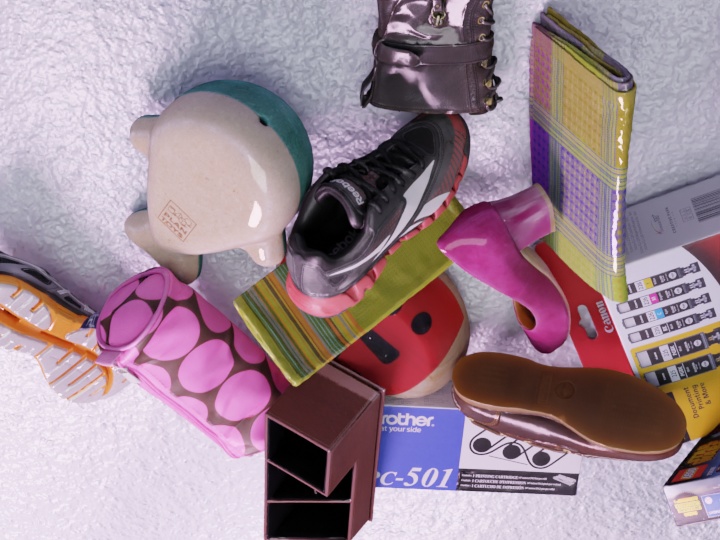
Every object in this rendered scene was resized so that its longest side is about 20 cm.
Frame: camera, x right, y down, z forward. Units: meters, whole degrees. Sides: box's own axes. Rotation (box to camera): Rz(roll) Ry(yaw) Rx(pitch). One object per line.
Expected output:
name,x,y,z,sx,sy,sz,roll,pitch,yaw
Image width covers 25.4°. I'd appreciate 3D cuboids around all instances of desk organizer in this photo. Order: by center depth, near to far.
desk organizer,-0.034,0.169,1.369,0.072,0.077,0.200,28,143,20

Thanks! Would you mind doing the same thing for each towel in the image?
towel,0.170,-0.088,1.230,0.023,0.144,0.200,-15,124,-17
towel,0.000,0.000,1.281,0.200,0.018,0.086,-38,96,-12

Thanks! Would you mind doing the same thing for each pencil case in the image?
pencil case,-0.135,0.084,1.336,0.091,0.094,0.200,-8,143,39

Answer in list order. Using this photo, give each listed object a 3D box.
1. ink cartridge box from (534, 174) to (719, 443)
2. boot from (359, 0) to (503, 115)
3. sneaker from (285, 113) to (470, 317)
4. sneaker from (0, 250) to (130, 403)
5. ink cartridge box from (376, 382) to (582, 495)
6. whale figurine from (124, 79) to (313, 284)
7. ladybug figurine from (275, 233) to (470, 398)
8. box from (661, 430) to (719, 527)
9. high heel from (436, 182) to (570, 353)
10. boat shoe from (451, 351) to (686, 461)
ink cartridge box,0.261,0.044,1.346,0.176,0.084,0.200,-20,121,12
boot,0.090,-0.198,1.205,0.200,0.069,0.174,-2,126,9
sneaker,0.013,-0.057,1.229,0.200,0.071,0.098,-48,155,-13
sneaker,-0.258,0.043,1.344,0.078,0.077,0.200,-37,135,7
ink cartridge box,0.099,0.150,1.434,0.200,0.044,0.094,3,121,-3
whale figurine,-0.113,-0.070,1.269,0.159,0.104,0.200,42,137,0
ladybug figurine,0.009,0.039,1.344,0.200,0.072,0.136,40,114,-23
box,0.347,0.147,1.330,0.137,0.200,0.040,-16,97,32
high heel,0.116,0.016,1.306,0.096,0.067,0.200,-25,145,-9
boat shoe,0.174,0.118,1.343,0.200,0.070,0.070,16,151,19
